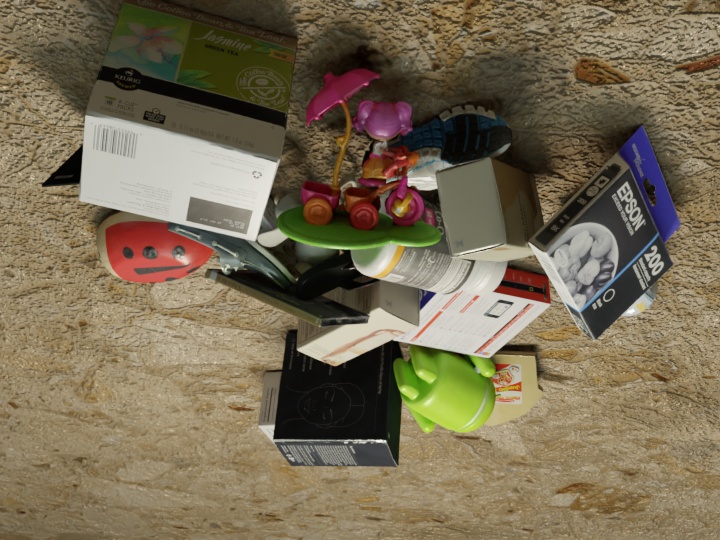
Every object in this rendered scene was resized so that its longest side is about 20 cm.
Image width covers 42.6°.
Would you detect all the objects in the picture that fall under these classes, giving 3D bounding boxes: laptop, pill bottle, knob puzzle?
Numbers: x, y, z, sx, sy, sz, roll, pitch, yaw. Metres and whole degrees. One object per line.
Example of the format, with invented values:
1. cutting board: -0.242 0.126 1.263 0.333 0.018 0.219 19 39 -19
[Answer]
1. laptop: -0.263 -0.112 1.162 0.173 0.105 0.200 -2 158 14
2. pill bottle: 0.094 -0.032 1.238 0.197 0.119 0.116 13 148 -29
3. knob puzzle: 0.228 0.205 1.650 0.215 0.031 0.222 7 135 7

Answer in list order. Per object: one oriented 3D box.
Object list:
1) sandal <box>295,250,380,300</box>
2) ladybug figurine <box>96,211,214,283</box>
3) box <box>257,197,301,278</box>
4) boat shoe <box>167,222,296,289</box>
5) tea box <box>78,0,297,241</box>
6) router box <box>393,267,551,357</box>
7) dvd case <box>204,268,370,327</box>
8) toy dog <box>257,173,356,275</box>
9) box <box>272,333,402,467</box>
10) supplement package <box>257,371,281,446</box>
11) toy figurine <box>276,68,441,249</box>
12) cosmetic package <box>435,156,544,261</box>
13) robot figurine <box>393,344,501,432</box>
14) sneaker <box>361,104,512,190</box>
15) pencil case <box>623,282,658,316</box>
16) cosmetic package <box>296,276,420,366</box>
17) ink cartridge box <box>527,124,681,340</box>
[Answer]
1. sandal: 0.000 0.000 1.280 0.198 0.045 0.076 -27 148 -29
2. ladybug figurine: -0.300 -0.031 1.353 0.196 0.073 0.136 -8 145 21
3. box: -0.125 -0.056 1.317 0.041 0.039 0.201 -7 145 20
4. boat shoe: -0.179 -0.028 1.280 0.199 0.062 0.073 36 177 -1
5. tea box: -0.183 -0.166 1.002 0.196 0.200 0.135 12 140 -11
6. router box: 0.167 0.060 1.424 0.176 0.050 0.200 12 147 -19
7. dvd case: -0.101 0.036 1.301 0.197 0.016 0.148 21 -172 26
8. toy dog: -0.077 -0.061 1.256 0.096 0.131 0.202 40 152 27
9. box: -0.032 0.219 1.576 0.192 0.204 0.125 -3 148 14
10. supplement package: -0.077 0.257 1.726 0.196 0.111 0.114 -5 146 16
11. toy figurine: 0.005 -0.134 1.062 0.195 0.151 0.188 7 110 4
12. cosmetic package: 0.162 -0.069 1.113 0.070 0.108 0.199 -12 176 24
13. robot figurine: 0.146 0.198 1.549 0.198 0.117 0.176 30 115 -29
14. sneaker: 0.103 -0.140 1.132 0.197 0.076 0.086 -8 152 36
15. pencil case: 0.336 -0.016 1.260 0.090 0.084 0.200 15 161 44
16. cosmetic package: -0.005 0.061 1.421 0.086 0.105 0.199 25 144 -33
17. ink cartridge box: 0.318 -0.040 1.141 0.200 0.043 0.199 -45 132 -4
